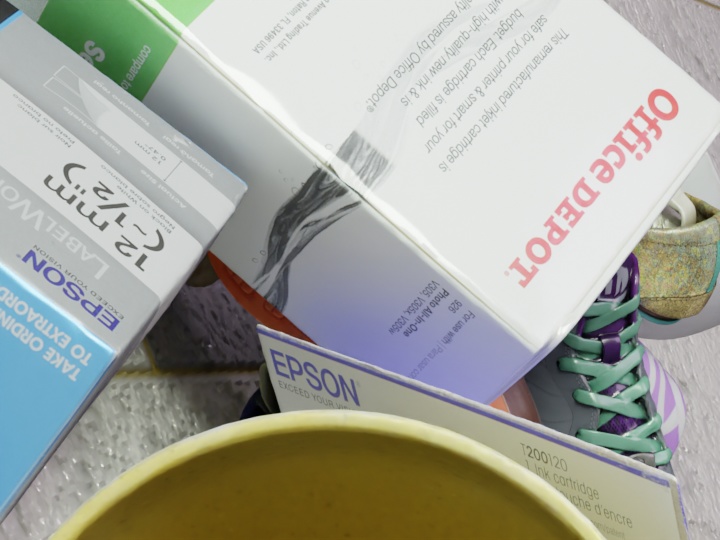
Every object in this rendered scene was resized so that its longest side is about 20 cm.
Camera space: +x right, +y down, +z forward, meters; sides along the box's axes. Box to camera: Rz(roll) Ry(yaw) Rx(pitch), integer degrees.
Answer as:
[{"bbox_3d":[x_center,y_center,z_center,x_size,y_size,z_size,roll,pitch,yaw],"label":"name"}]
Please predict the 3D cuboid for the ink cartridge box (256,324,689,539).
[{"bbox_3d":[0.057,0.119,0.802,0.043,0.198,0.201,-28,119,-32],"label":"ink cartridge box"}]

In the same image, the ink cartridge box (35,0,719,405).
[{"bbox_3d":[0.005,-0.060,0.860,0.200,0.084,0.146,42,51,1],"label":"ink cartridge box"}]

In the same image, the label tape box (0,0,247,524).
[{"bbox_3d":[-0.128,-0.013,0.716,0.143,0.066,0.200,38,23,-3],"label":"label tape box"}]

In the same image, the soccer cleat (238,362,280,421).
[{"bbox_3d":[-0.006,0.055,0.959,0.084,0.064,0.200,59,23,-20],"label":"soccer cleat"}]

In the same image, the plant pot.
[{"bbox_3d":[-0.006,0.153,0.729,0.142,0.199,0.201,77,-8,-75],"label":"plant pot"}]

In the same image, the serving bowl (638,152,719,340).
[{"bbox_3d":[0.109,-0.046,1.262,0.201,0.066,0.200,57,-12,19],"label":"serving bowl"}]

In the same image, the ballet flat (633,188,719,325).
[{"bbox_3d":[0.084,-0.052,1.156,0.200,0.071,0.071,33,16,17],"label":"ballet flat"}]

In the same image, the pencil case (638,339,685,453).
[{"bbox_3d":[0.072,0.035,1.141,0.085,0.084,0.200,34,-6,46],"label":"pencil case"}]

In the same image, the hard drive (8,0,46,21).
[{"bbox_3d":[-0.117,-0.088,0.923,0.140,0.033,0.200,60,22,-7],"label":"hard drive"}]

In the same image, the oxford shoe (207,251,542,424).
[{"bbox_3d":[0.000,0.000,0.935,0.073,0.071,0.201,-2,58,-60],"label":"oxford shoe"}]

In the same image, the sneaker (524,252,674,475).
[{"bbox_3d":[0.082,0.040,0.953,0.074,0.088,0.201,-13,71,-26],"label":"sneaker"}]

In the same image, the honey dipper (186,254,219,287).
[{"bbox_3d":[-0.090,0.010,0.871,0.038,0.038,0.200,62,20,-2],"label":"honey dipper"}]
